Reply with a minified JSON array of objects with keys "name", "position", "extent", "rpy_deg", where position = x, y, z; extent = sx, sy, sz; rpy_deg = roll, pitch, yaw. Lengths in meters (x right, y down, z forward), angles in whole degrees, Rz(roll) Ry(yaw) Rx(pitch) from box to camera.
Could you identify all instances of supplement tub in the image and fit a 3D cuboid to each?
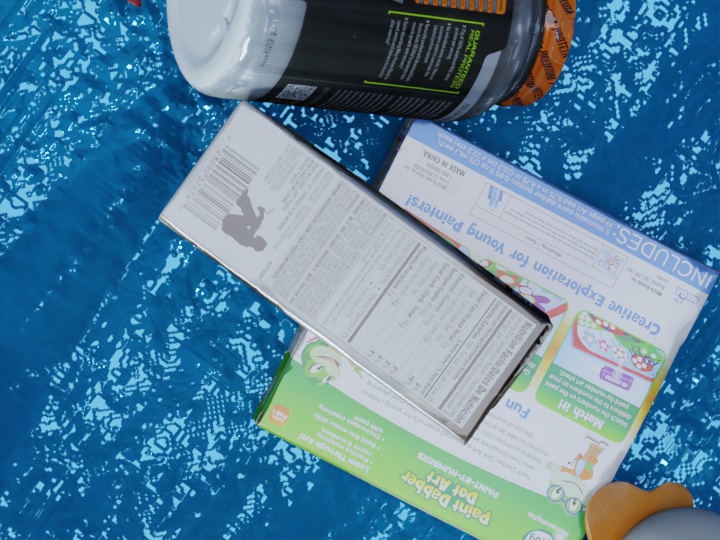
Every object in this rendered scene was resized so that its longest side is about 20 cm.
[{"name":"supplement tub","position":[0.007,-0.144,1.405],"extent":[0.199,0.122,0.123],"rpy_deg":[5,94,-28]}]

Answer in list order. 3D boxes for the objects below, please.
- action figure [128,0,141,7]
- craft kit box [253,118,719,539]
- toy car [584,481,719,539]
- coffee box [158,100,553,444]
[{"name":"action figure","position":[-0.081,-0.239,1.429],"extent":[0.065,0.052,0.200],"rpy_deg":[41,96,26]},{"name":"craft kit box","position":[0.071,0.043,1.485],"extent":[0.199,0.049,0.198],"rpy_deg":[28,89,-7]},{"name":"toy car","position":[0.184,0.209,1.450],"extent":[0.177,0.184,0.200],"rpy_deg":[-39,74,-15]},{"name":"coffee box","position":[0.000,0.000,1.397],"extent":[0.200,0.113,0.080],"rpy_deg":[36,92,1]}]
